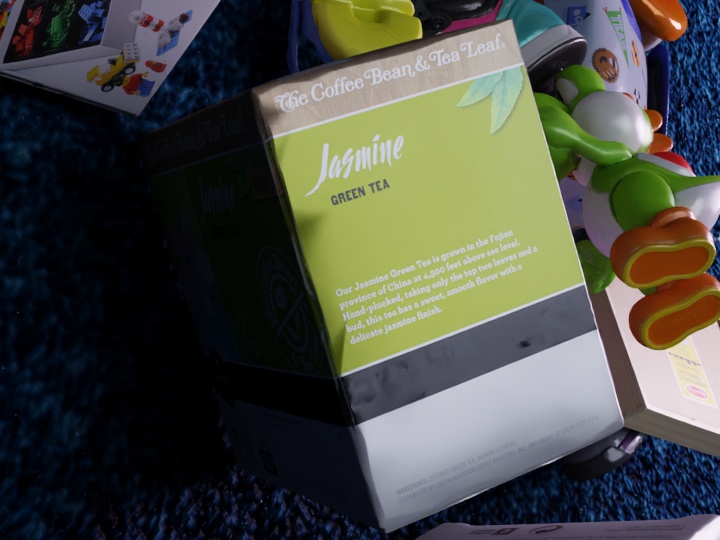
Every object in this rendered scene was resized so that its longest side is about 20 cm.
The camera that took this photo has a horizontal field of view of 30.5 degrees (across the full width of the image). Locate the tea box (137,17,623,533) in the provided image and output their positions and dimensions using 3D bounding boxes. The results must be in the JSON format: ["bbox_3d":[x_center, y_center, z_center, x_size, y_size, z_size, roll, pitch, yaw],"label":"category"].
[{"bbox_3d":[0.000,0.000,0.649,0.133,0.200,0.197,-18,96,-22],"label":"tea box"}]

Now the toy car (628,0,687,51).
[{"bbox_3d":[0.215,-0.272,1.060,0.175,0.150,0.201,-2,83,-52],"label":"toy car"}]

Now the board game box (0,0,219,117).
[{"bbox_3d":[-0.102,-0.169,0.608,0.126,0.200,0.035,14,32,-50],"label":"board game box"}]

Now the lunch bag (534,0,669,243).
[{"bbox_3d":[0.165,-0.107,0.985,0.200,0.124,0.170,43,48,-56],"label":"lunch bag"}]

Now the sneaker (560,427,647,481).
[{"bbox_3d":[0.175,0.076,0.998,0.088,0.074,0.200,56,31,-12],"label":"sneaker"}]

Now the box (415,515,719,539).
[{"bbox_3d":[0.092,0.246,0.718,0.200,0.199,0.172,-17,95,-52],"label":"box"}]

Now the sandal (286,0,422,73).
[{"bbox_3d":[-0.017,-0.177,0.807,0.079,0.087,0.200,8,53,-16],"label":"sandal"}]

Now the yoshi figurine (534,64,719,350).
[{"bbox_3d":[0.135,-0.047,0.793,0.112,0.113,0.200,16,36,-29],"label":"yoshi figurine"}]

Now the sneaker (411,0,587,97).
[{"bbox_3d":[0.035,-0.132,0.856,0.200,0.121,0.084,-32,154,-19],"label":"sneaker"}]

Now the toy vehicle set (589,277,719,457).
[{"bbox_3d":[0.236,0.071,0.995,0.200,0.026,0.125,21,46,-45],"label":"toy vehicle set"}]
